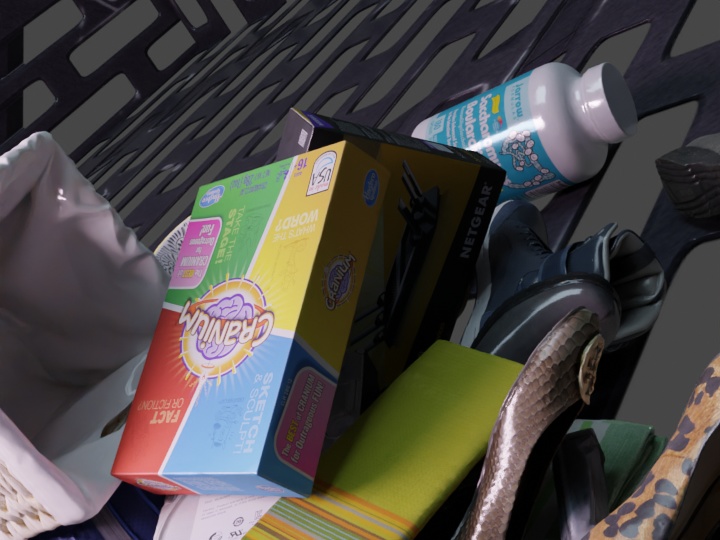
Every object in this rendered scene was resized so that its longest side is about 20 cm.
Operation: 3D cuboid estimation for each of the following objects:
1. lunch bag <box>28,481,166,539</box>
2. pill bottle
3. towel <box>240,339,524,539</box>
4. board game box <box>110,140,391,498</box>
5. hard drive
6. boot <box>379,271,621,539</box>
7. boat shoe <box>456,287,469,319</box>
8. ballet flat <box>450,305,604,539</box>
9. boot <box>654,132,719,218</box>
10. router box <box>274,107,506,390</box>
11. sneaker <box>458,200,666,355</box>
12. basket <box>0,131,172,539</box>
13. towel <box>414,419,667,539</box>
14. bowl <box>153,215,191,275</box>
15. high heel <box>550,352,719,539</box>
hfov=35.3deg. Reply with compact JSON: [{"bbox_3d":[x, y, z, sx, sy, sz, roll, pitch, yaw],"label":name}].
[{"bbox_3d":[-0.173,0.187,0.839,0.132,0.137,0.200,-35,19,-3],"label":"lunch bag"},{"bbox_3d":[0.151,-0.121,1.045,0.198,0.111,0.111,-22,24,33],"label":"pill bottle"},{"bbox_3d":[0.017,0.113,0.622,0.085,0.018,0.200,16,47,41],"label":"towel"},{"bbox_3d":[-0.067,0.032,0.681,0.152,0.040,0.202,-12,57,46],"label":"board game box"},{"bbox_3d":[-0.057,0.138,0.690,0.138,0.038,0.201,-19,30,16],"label":"hard drive"},{"bbox_3d":[0.083,0.097,0.688,0.200,0.070,0.132,-40,22,24],"label":"boot"},{"bbox_3d":[-0.010,0.009,0.886,0.197,0.075,0.069,2,24,-26],"label":"boat shoe"},{"bbox_3d":[0.085,0.115,0.596,0.046,0.067,0.202,26,89,31],"label":"ballet flat"},{"bbox_3d":[0.304,-0.081,0.791,0.130,0.068,0.200,-31,21,-5],"label":"boot"},{"bbox_3d":[0.000,0.000,0.813,0.052,0.155,0.202,45,122,58],"label":"router box"},{"bbox_3d":[0.149,-0.003,0.815,0.146,0.077,0.204,-35,27,35],"label":"sneaker"},{"bbox_3d":[-0.240,0.056,0.762,0.160,0.201,0.199,-28,19,33],"label":"basket"},{"bbox_3d":[0.076,0.148,0.700,0.199,0.024,0.153,-6,36,51],"label":"towel"},{"bbox_3d":[-0.088,-0.006,1.044,0.199,0.095,0.201,-23,26,12],"label":"bowl"},{"bbox_3d":[0.188,0.111,0.555,0.198,0.072,0.143,-27,31,21],"label":"high heel"}]
